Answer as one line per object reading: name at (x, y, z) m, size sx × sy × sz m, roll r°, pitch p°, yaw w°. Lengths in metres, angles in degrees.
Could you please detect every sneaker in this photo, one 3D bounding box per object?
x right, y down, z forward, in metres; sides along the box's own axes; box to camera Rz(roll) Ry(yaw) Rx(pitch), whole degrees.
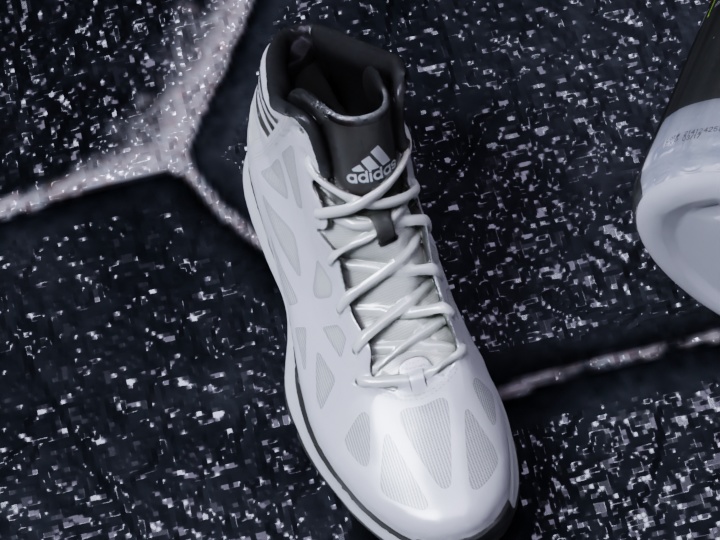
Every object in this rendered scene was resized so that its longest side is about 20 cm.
sneaker at (-0.001, 0.000, 0.822) m, size 0.075 × 0.116 × 0.201 m, roll -19°, pitch 63°, yaw -7°

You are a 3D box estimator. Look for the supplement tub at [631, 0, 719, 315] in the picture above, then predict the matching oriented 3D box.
supplement tub at (0.187, -0.082, 0.851) m, size 0.122 × 0.123 × 0.201 m, roll 20°, pitch 66°, yaw 13°
